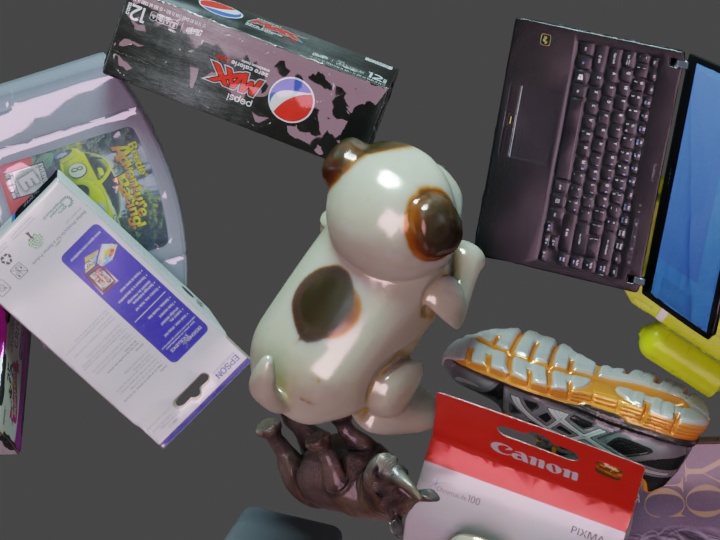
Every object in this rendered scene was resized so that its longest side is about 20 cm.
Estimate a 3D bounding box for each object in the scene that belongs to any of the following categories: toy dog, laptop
[{"bbox_3d":[0.000,0.000,1.549,0.140,0.194,0.200,43,122,33],"label":"toy dog"},{"bbox_3d":[0.174,-0.067,1.524,0.199,0.103,0.178,14,104,17],"label":"laptop"}]

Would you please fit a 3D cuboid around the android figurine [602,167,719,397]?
[{"bbox_3d":[0.271,-0.001,1.594,0.200,0.041,0.182,34,109,-5],"label":"android figurine"}]

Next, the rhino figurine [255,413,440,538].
[{"bbox_3d":[-0.005,0.146,1.618,0.060,0.200,0.088,-37,112,-22],"label":"rhino figurine"}]

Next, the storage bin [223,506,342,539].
[{"bbox_3d":[-0.084,0.281,1.687,0.145,0.134,0.201,13,109,4],"label":"storage bin"}]

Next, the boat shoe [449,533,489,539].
[{"bbox_3d":[0.076,0.272,1.653,0.072,0.065,0.200,23,142,10],"label":"boat shoe"}]

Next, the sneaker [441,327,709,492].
[{"bbox_3d":[0.152,0.104,1.623,0.199,0.078,0.077,20,118,8],"label":"sneaker"}]

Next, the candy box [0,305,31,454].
[{"bbox_3d":[-0.353,0.069,1.658,0.199,0.061,0.137,-3,66,9],"label":"candy box"}]

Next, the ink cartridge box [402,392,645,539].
[{"bbox_3d":[0.115,0.181,1.608,0.160,0.047,0.200,19,147,11],"label":"ink cartridge box"}]

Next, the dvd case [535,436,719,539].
[{"bbox_3d":[0.237,0.198,1.676,0.199,0.016,0.149,-2,107,9],"label":"dvd case"}]

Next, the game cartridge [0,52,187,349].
[{"bbox_3d":[-0.203,-0.052,1.630,0.133,0.041,0.201,-19,107,-7],"label":"game cartridge"}]

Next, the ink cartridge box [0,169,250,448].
[{"bbox_3d":[-0.183,0.029,1.618,0.099,0.039,0.200,-44,106,5],"label":"ink cartridge box"}]

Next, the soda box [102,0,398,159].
[{"bbox_3d":[-0.078,-0.143,1.584,0.199,0.063,0.071,21,110,1],"label":"soda box"}]
